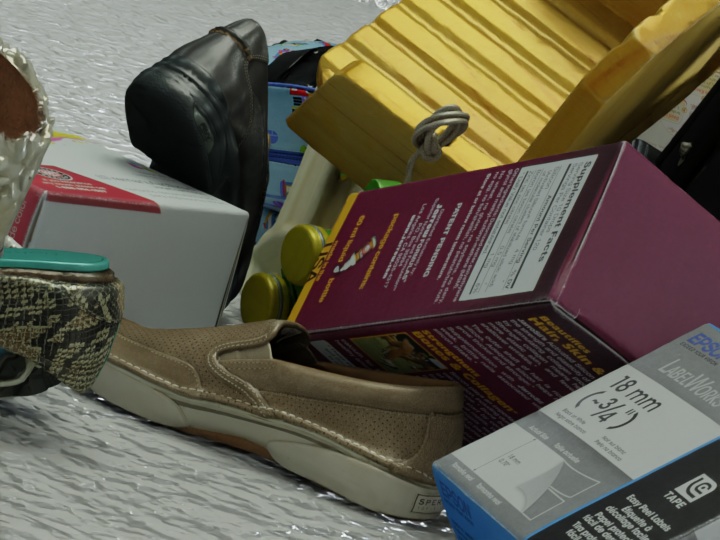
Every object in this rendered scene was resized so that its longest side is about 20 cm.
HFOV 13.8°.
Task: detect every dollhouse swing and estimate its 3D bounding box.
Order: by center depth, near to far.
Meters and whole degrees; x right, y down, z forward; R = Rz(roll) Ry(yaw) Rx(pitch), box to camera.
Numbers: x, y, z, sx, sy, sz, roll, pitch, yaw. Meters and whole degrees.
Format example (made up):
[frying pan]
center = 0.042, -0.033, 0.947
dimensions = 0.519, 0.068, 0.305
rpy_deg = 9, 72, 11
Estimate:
[dollhouse swing]
center = 0.095, -0.131, 1.470
dimensions = 0.182, 0.176, 0.200
rpy_deg = 39, 57, 20

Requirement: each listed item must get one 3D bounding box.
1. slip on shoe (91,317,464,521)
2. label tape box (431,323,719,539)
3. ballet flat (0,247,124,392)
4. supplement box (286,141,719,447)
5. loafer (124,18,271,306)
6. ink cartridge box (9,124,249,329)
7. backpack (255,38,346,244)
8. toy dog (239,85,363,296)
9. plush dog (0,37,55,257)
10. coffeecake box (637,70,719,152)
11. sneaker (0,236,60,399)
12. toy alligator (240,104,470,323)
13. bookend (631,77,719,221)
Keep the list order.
[slip on shoe]
center = -0.044, 0.049, 1.329
dimensions = 0.200, 0.061, 0.076
rpy_deg = 22, 11, 28
[label tape box]
center = 0.148, 0.080, 1.172
dimensions = 0.200, 0.063, 0.144
rpy_deg = -26, 24, -13
[ballet flat]
center = -0.199, 0.013, 1.224
dimensions = 0.199, 0.075, 0.068
rpy_deg = 12, 7, -5
[supplement box]
center = 0.073, 0.018, 1.321
dimensions = 0.110, 0.086, 0.200
rpy_deg = 39, -26, -27
[loafer]
center = -0.071, -0.049, 1.523
dimensions = 0.073, 0.072, 0.200
rpy_deg = 38, -26, 17
[ink cartridge box]
center = -0.179, -0.027, 1.452
dimensions = 0.200, 0.083, 0.146
rpy_deg = 25, 13, 38
[backpack]
center = -0.001, -0.067, 1.771
dimensions = 0.182, 0.135, 0.200
rpy_deg = 10, 5, 22
[toy dog]
center = 0.071, -0.012, 1.603
dimensions = 0.200, 0.140, 0.194
rpy_deg = 24, -13, -30
[plush dog]
center = -0.230, -0.009, 1.119
dimensions = 0.171, 0.200, 0.160
rpy_deg = 25, -24, -5
[coffeecake box]
center = 0.166, -0.039, 1.752
dimensions = 0.073, 0.200, 0.154
rpy_deg = 17, 10, -5
[sneaker]
center = -0.205, -0.004, 1.312
dimensions = 0.200, 0.079, 0.090
rpy_deg = 26, 2, 18
[toy alligator]
center = 0.000, 0.000, 1.443
dimensions = 0.059, 0.200, 0.054
rpy_deg = 4, 53, -36
[bookend]
center = 0.215, -0.066, 1.523
dimensions = 0.092, 0.200, 0.199
rpy_deg = 33, 30, -7
